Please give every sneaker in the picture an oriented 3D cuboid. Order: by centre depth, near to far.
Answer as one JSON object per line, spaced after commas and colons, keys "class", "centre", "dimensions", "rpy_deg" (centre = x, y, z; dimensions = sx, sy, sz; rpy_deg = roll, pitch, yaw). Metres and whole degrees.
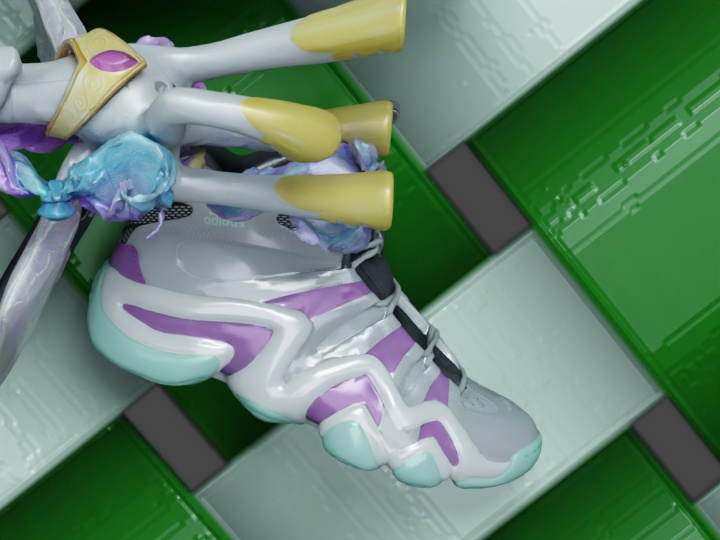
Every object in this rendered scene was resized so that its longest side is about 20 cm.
{"class": "sneaker", "centre": [0.000, 0.000, 1.064], "dimensions": [0.199, 0.078, 0.141], "rpy_deg": [20, 105, -10]}

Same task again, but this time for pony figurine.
{"class": "pony figurine", "centre": [-0.087, -0.050, 0.960], "dimensions": [0.198, 0.193, 0.168], "rpy_deg": [2, 71, -1]}

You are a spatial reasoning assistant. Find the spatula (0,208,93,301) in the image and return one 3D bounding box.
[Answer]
{"class": "spatula", "centre": [-0.164, 0.046, 1.096], "dimensions": [0.056, 0.021, 0.201], "rpy_deg": [26, 101, -23]}
